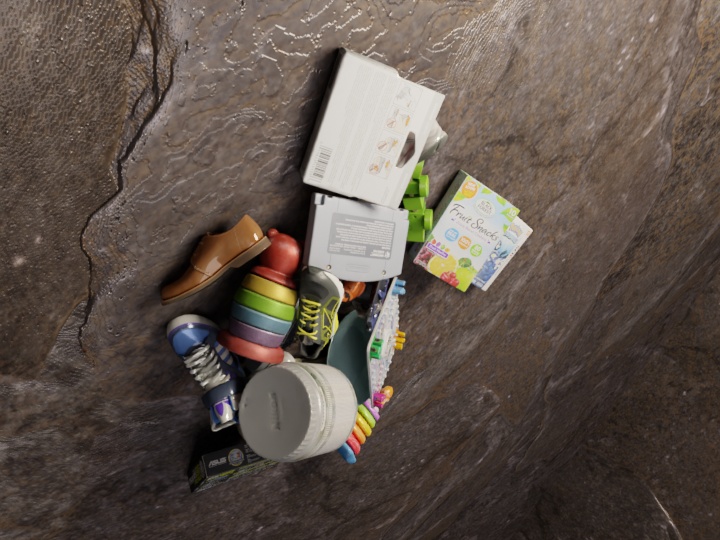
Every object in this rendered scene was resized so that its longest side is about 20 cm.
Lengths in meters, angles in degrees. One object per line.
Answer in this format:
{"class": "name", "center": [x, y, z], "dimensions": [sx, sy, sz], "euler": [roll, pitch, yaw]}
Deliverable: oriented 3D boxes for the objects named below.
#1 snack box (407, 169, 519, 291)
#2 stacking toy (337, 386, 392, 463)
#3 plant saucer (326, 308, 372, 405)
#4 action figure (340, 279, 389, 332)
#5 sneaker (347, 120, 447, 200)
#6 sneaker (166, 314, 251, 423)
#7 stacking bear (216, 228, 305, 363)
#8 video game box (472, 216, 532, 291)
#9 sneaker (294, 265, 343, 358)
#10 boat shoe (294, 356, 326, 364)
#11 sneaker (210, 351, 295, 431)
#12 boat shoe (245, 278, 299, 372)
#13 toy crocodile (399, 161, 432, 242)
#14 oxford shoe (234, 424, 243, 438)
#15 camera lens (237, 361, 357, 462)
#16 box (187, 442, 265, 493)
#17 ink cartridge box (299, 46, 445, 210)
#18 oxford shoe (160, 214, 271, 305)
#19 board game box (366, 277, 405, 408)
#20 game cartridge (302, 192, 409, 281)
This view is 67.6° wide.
{"class": "snack box", "center": [0.207, -0.077, 1.093], "dimensions": [0.140, 0.053, 0.203], "euler": [27, 107, -20]}
{"class": "stacking toy", "center": [0.006, 0.353, 1.307], "dimensions": [0.199, 0.109, 0.117], "euler": [-42, 155, -17]}
{"class": "plant saucer", "center": [-0.017, 0.182, 1.139], "dimensions": [0.198, 0.038, 0.208], "euler": [-6, 98, -52]}
{"class": "action figure", "center": [0.000, 0.000, 1.033], "dimensions": [0.193, 0.102, 0.205], "euler": [36, 71, -55]}
{"class": "sneaker", "center": [0.050, -0.193, 0.910], "dimensions": [0.198, 0.081, 0.070], "euler": [-36, 174, 20]}
{"class": "sneaker", "center": [-0.249, 0.180, 0.914], "dimensions": [0.079, 0.148, 0.202], "euler": [-28, 139, -1]}
{"class": "stacking bear", "center": [-0.152, 0.038, 0.890], "dimensions": [0.118, 0.114, 0.206], "euler": [19, 87, -10]}
{"class": "video game box", "center": [0.280, -0.061, 1.210], "dimensions": [0.198, 0.047, 0.184], "euler": [23, 106, -46]}
{"class": "sneaker", "center": [-0.072, 0.076, 0.898], "dimensions": [0.203, 0.072, 0.086], "euler": [88, 21, -50]}
{"class": "boat shoe", "center": [-0.116, 0.229, 1.123], "dimensions": [0.195, 0.065, 0.073], "euler": [-2, 127, -36]}
{"class": "sneaker", "center": [-0.203, 0.238, 1.024], "dimensions": [0.199, 0.089, 0.076], "euler": [-40, 101, 3]}
{"class": "boat shoe", "center": [-0.132, 0.115, 1.012], "dimensions": [0.090, 0.071, 0.202], "euler": [23, 106, -44]}
{"class": "toy crocodile", "center": [0.100, -0.132, 1.003], "dimensions": [0.065, 0.063, 0.203], "euler": [2, 137, 14]}
{"class": "oxford shoe", "center": [-0.167, 0.302, 1.137], "dimensions": [0.195, 0.074, 0.072], "euler": [-21, 135, -23]}
{"class": "camera lens", "center": [-0.104, 0.247, 0.956], "dimensions": [0.161, 0.160, 0.199], "euler": [-47, 156, 7]}
{"class": "box", "center": [-0.250, 0.401, 1.130], "dimensions": [0.195, 0.045, 0.161], "euler": [-8, 153, -33]}
{"class": "ink cartridge box", "center": [0.015, -0.213, 0.839], "dimensions": [0.169, 0.044, 0.204], "euler": [13, 116, -22]}
{"class": "oxford shoe", "center": [-0.238, -0.016, 0.842], "dimensions": [0.197, 0.071, 0.072], "euler": [-34, 100, 2]}
{"class": "board game box", "center": [0.059, 0.154, 1.133], "dimensions": [0.204, 0.025, 0.202], "euler": [85, 21, -43]}
{"class": "game cartridge", "center": [-0.006, -0.051, 0.921], "dimensions": [0.195, 0.040, 0.138], "euler": [6, 93, -35]}
